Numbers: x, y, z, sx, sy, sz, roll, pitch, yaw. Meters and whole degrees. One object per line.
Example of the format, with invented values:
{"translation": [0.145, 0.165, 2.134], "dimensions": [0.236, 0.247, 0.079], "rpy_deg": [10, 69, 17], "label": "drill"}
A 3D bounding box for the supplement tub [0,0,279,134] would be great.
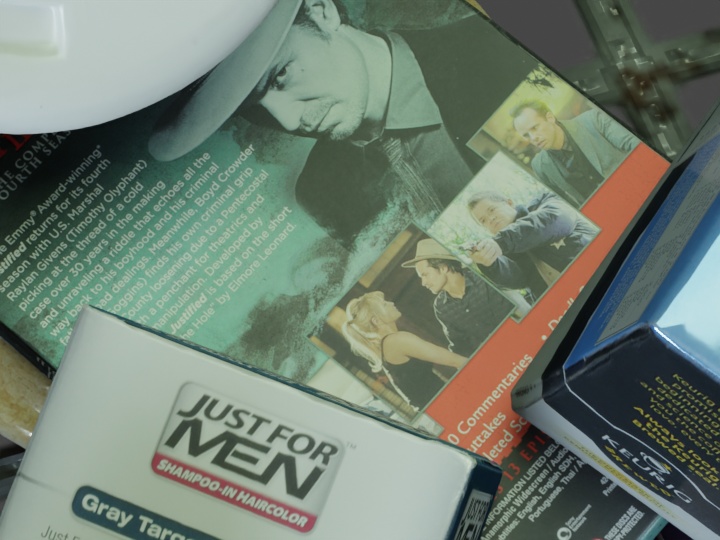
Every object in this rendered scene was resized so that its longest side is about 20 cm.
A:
{"translation": [-0.101, -0.132, 0.748], "dimensions": [0.144, 0.145, 0.200], "rpy_deg": [-14, 29, -17], "label": "supplement tub"}

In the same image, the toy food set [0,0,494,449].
{"translation": [-0.036, -0.022, 0.820], "dimensions": [0.200, 0.049, 0.198], "rpy_deg": [42, 64, 13], "label": "toy food set"}

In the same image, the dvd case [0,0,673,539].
{"translation": [0.000, 0.000, 0.754], "dimensions": [0.200, 0.022, 0.146], "rpy_deg": [39, 76, 14], "label": "dvd case"}

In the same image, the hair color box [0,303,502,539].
{"translation": [-0.049, 0.120, 0.687], "dimensions": [0.100, 0.061, 0.201], "rpy_deg": [21, 88, 11], "label": "hair color box"}

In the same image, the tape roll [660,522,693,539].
{"translation": [0.178, 0.028, 0.813], "dimensions": [0.199, 0.085, 0.201], "rpy_deg": [4, 62, -8], "label": "tape roll"}

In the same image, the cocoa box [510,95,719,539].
{"translation": [0.159, 0.028, 0.671], "dimensions": [0.200, 0.131, 0.134], "rpy_deg": [36, 76, -2], "label": "cocoa box"}
